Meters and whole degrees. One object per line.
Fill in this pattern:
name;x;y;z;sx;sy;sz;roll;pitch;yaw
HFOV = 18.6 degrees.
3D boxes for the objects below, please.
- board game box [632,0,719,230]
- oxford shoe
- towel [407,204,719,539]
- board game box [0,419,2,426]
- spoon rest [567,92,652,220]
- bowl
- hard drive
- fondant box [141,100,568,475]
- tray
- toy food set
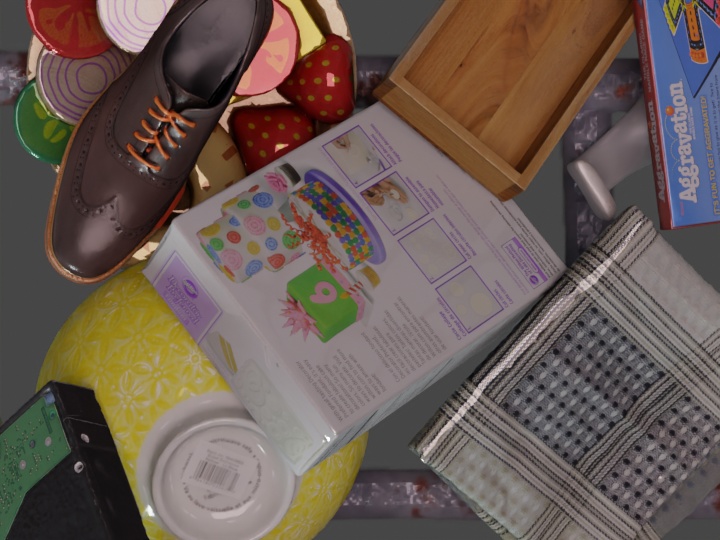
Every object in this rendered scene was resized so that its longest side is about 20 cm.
board game box;0.209;-0.129;1.268;0.102;0.019;0.201;-7;92;-19
oxford shoe;-0.115;-0.082;1.211;0.071;0.073;0.201;29;92;-8
towel;0.148;0.088;1.280;0.193;0.035;0.200;-47;127;0
board game box;-0.298;0.139;1.274;0.199;0.048;0.102;-16;97;-4
spoon rest;0.202;-0.100;1.306;0.199;0.061;0.100;-34;99;-15
bowl;-0.083;0.098;1.240;0.199;0.108;0.201;-3;110;-9
hard drive;-0.165;0.179;1.169;0.140;0.038;0.201;-42;56;24
fondant box;0.000;0.000;1.220;0.200;0.058;0.145;-32;79;-38
tray;0.102;-0.148;1.262;0.098;0.037;0.200;38;69;-8
toy food set;-0.101;-0.110;1.271;0.199;0.049;0.199;-34;98;-1
